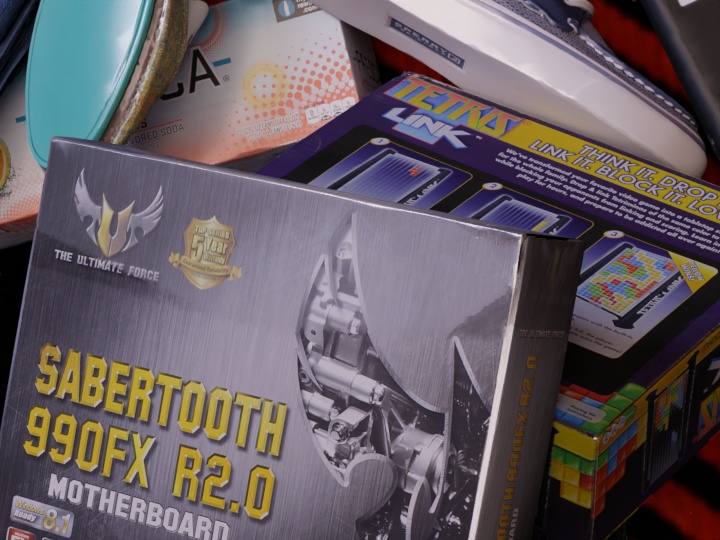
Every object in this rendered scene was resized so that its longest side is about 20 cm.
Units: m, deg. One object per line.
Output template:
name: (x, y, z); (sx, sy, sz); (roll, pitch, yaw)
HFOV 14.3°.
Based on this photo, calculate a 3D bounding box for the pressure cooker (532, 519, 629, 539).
pressure cooker: (0.003, 0.115, 1.117); (0.199, 0.179, 0.177); (9, 87, 14)

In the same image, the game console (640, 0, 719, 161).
game console: (0.183, -0.157, 1.149); (0.176, 0.031, 0.201); (-25, 81, -4)

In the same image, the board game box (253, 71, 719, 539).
board game box: (0.048, 0.009, 1.072); (0.199, 0.165, 0.057); (23, 129, 30)

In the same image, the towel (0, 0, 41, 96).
towel: (-0.187, -0.102, 1.185); (0.111, 0.049, 0.201); (22, 74, 26)

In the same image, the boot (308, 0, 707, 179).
boot: (0.066, -0.115, 1.142); (0.200, 0.073, 0.091); (32, 75, -2)

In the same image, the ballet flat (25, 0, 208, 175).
ballet flat: (-0.088, -0.130, 1.151); (0.070, 0.071, 0.201); (4, 86, 13)

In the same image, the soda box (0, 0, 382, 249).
soda box: (-0.092, -0.064, 1.209); (0.199, 0.064, 0.069); (-14, 83, 11)

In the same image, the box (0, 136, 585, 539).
box: (-0.031, 0.048, 0.993); (0.199, 0.048, 0.159); (13, 95, 31)
